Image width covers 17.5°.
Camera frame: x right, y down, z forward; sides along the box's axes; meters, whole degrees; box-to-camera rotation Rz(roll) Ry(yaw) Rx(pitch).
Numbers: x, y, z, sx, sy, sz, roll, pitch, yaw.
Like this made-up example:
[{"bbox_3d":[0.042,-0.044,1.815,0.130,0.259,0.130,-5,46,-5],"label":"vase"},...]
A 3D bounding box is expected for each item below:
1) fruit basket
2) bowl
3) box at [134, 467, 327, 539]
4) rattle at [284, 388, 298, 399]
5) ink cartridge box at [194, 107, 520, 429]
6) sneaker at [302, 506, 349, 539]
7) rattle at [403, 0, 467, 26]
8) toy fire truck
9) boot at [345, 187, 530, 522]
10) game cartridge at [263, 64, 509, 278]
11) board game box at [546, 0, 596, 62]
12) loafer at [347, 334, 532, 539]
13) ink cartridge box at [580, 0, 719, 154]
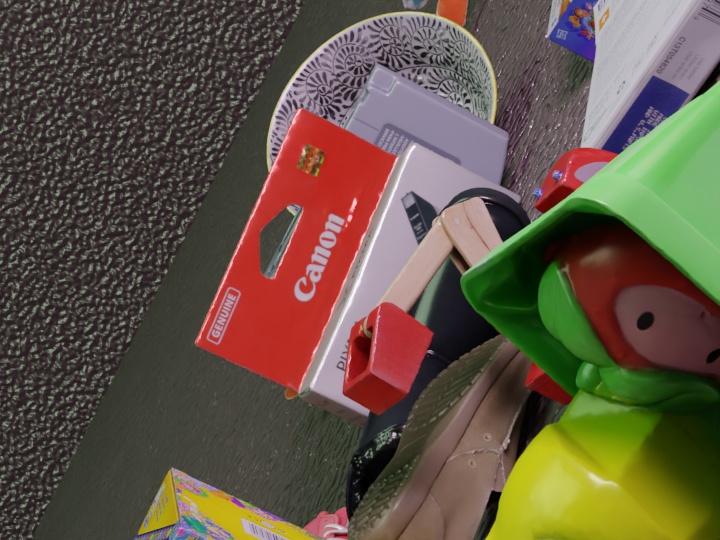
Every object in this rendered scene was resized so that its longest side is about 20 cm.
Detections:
[{"bbox_3d":[0.119,0.064,0.838,0.217,0.215,0.155,-68,11,-20],"label":"fruit basket"},{"bbox_3d":[0.033,-0.098,1.873,0.094,0.200,0.202,46,-119,-53],"label":"bowl"},{"bbox_3d":[-0.055,0.247,1.284,0.193,0.199,0.122,-64,11,6],"label":"box"},{"bbox_3d":[0.001,0.062,1.930,0.130,0.142,0.201,-28,-38,-47],"label":"rattle"},{"bbox_3d":[0.000,0.000,1.672,0.201,0.173,0.044,-67,11,-15],"label":"ink cartridge box"},{"bbox_3d":[-0.022,0.200,1.590,0.087,0.073,0.200,-64,10,-8],"label":"sneaker"},{"bbox_3d":[0.106,-0.332,2.206,0.143,0.129,0.201,-61,-28,-81],"label":"rattle"},{"bbox_3d":[0.083,0.005,1.335,0.049,0.140,0.201,-43,24,63],"label":"toy fire truck"},{"bbox_3d":[0.053,0.066,1.513,0.168,0.076,0.201,-76,8,-61],"label":"boot"},{"bbox_3d":[0.024,-0.039,1.759,0.201,0.133,0.040,-61,4,15],"label":"game cartridge"},{"bbox_3d":[0.194,-0.261,1.687,0.135,0.045,0.201,-56,13,38],"label":"board game box"},{"bbox_3d":[0.061,0.112,1.403,0.076,0.067,0.200,-28,19,51],"label":"loafer"},{"bbox_3d":[0.204,-0.179,1.452,0.200,0.040,0.200,-57,12,36],"label":"ink cartridge box"}]
